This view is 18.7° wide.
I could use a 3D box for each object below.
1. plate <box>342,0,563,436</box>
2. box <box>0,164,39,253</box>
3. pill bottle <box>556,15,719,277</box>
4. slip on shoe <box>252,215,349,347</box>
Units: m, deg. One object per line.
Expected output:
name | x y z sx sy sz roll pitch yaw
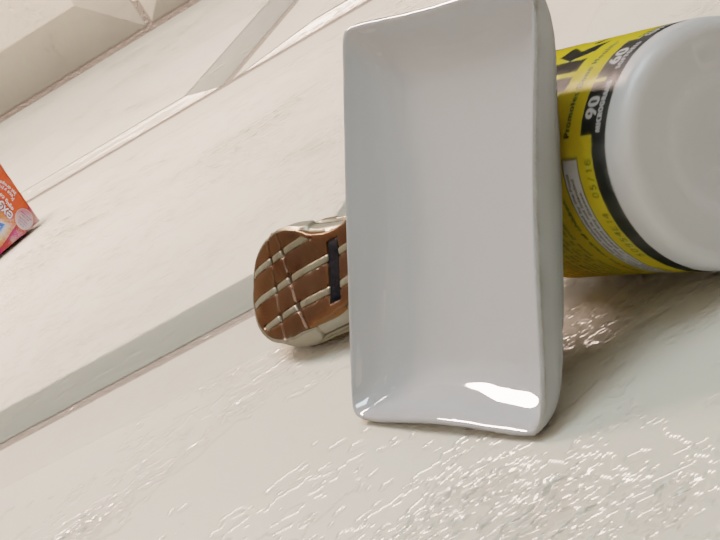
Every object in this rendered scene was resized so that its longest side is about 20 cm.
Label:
plate | 0.046 -0.026 1.038 0.032 0.201 0.200 0 -1 -25
box | -0.460 -0.044 2.420 0.199 0.096 0.100 -18 21 48
pill bottle | 0.121 -0.054 1.049 0.114 0.115 0.200 -39 14 -21
slip on shoe | 0.000 0.000 1.272 0.060 0.077 0.200 4 -16 -28
